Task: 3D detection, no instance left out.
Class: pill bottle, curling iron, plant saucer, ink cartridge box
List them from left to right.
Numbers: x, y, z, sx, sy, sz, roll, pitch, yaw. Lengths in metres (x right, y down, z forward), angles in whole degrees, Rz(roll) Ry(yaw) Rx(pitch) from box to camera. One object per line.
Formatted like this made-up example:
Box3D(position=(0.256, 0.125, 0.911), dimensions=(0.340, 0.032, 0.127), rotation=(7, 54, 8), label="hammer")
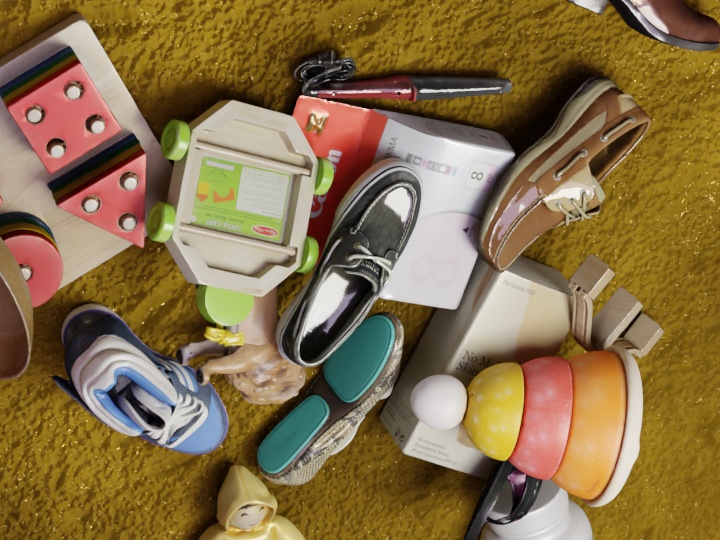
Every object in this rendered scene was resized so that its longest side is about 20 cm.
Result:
Box3D(position=(-0.328, -0.001, 1.572), dimensions=(0.035, 0.199, 0.201), rotation=(-44, 127, -34), label="plant saucer")
Box3D(position=(0.019, -0.057, 1.727), dimensions=(0.199, 0.057, 0.163), rotation=(7, 117, -28), label="ink cartridge box")
Box3D(position=(0.039, -0.162, 1.694), dimensions=(0.198, 0.026, 0.050), rotation=(3, 155, -20), label="curling iron")
Box3D(position=(0.180, 0.291, 1.921), dimensions=(0.110, 0.111, 0.201), rotation=(-22, 120, -8), label="pill bottle")

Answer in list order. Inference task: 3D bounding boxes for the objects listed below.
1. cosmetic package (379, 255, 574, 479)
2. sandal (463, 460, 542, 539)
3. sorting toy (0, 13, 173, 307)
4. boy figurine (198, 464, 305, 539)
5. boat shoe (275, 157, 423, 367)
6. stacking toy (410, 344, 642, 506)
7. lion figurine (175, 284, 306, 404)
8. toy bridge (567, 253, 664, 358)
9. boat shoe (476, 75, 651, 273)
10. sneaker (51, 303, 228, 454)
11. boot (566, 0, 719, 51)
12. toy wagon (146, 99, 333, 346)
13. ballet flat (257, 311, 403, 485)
Box3D(position=(0.112, 0.083, 1.819), dimensions=(0.105, 0.071, 0.201), rotation=(18, 107, -27), label="cosmetic package")
Box3D(position=(0.155, 0.181, 1.834), dimensions=(0.048, 0.075, 0.201), rotation=(29, 66, 7), label="sandal")
Box3D(position=(-0.261, -0.071, 1.611), dimensions=(0.199, 0.070, 0.199), rotation=(-31, 121, -4), label="sorting toy")
Box3D(position=(-0.100, 0.274, 1.841), dimensions=(0.123, 0.065, 0.201), rotation=(-5, 119, -15), label="boy figurine")
Box3D(position=(0.000, 0.000, 1.678), dimensions=(0.072, 0.071, 0.201), rotation=(28, 93, -21), label="boat shoe")
Box3D(position=(0.142, 0.126, 1.751), dimensions=(0.198, 0.146, 0.147), rotation=(10, 111, -11), label="stacking toy")
Box3D(position=(-0.099, 0.030, 1.714), dimensions=(0.122, 0.072, 0.202), rotation=(-11, 116, -32), label="lion figurine")
Box3D(position=(0.231, 0.048, 1.816), dimensions=(0.067, 0.027, 0.200), rotation=(-51, 150, -1), label="toy bridge")
Box3D(position=(0.182, -0.080, 1.733), dimensions=(0.200, 0.074, 0.076), rotation=(-53, 156, -6), label="boat shoe")
Box3D(position=(-0.177, 0.122, 1.690), dimensions=(0.081, 0.147, 0.200), rotation=(-42, 121, 4), label="sneaker")
Box3D(position=(0.272, -0.306, 1.710), dimensions=(0.187, 0.068, 0.201), rotation=(21, 99, -19), label="boot")
Box3D(position=(-0.106, -0.038, 1.642), dimensions=(0.154, 0.039, 0.202), rotation=(12, 86, -33), label="toy wagon")
Box3D(position=(-0.015, 0.120, 1.804), dimensions=(0.200, 0.068, 0.075), rotation=(-51, 142, 14), label="ballet flat")
